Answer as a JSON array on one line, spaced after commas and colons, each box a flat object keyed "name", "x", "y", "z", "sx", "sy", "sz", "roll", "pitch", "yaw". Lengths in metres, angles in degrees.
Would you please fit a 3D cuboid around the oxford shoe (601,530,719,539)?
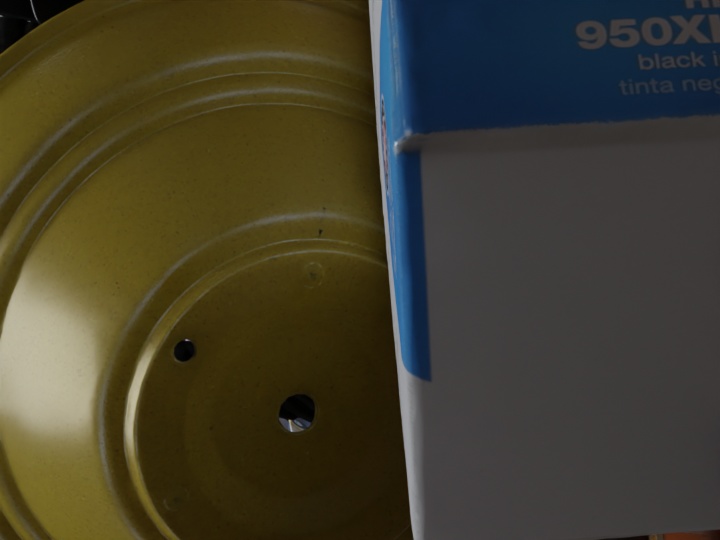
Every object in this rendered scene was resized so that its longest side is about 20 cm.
[{"name": "oxford shoe", "x": 0.062, "y": 0.088, "z": 0.798, "sx": 0.200, "sy": 0.072, "sz": 0.072, "roll": 83, "pitch": -178, "yaw": -63}]

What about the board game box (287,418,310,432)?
[{"name": "board game box", "x": 0.000, "y": 0.000, "z": 0.957, "sx": 0.134, "sy": 0.034, "sz": 0.201, "roll": 21, "pitch": -122, "yaw": -73}]

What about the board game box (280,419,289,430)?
[{"name": "board game box", "x": -0.050, "y": 0.083, "z": 1.050, "sx": 0.200, "sy": 0.035, "sz": 0.126, "roll": 52, "pitch": 160, "yaw": 13}]

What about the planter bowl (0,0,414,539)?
[{"name": "planter bowl", "x": -0.027, "y": 0.026, "z": 0.736, "sx": 0.083, "sy": 0.199, "sz": 0.202, "roll": -136, "pitch": 39, "yaw": -64}]

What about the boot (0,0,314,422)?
[{"name": "boot", "x": -0.038, "y": -0.051, "z": 0.848, "sx": 0.079, "sy": 0.210, "sz": 0.159, "roll": 128, "pitch": 158, "yaw": -61}]

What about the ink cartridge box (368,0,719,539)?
[{"name": "ink cartridge box", "x": 0.044, "y": -0.059, "z": 0.643, "sx": 0.145, "sy": 0.084, "sz": 0.201, "roll": 86, "pitch": -179, "yaw": -51}]
